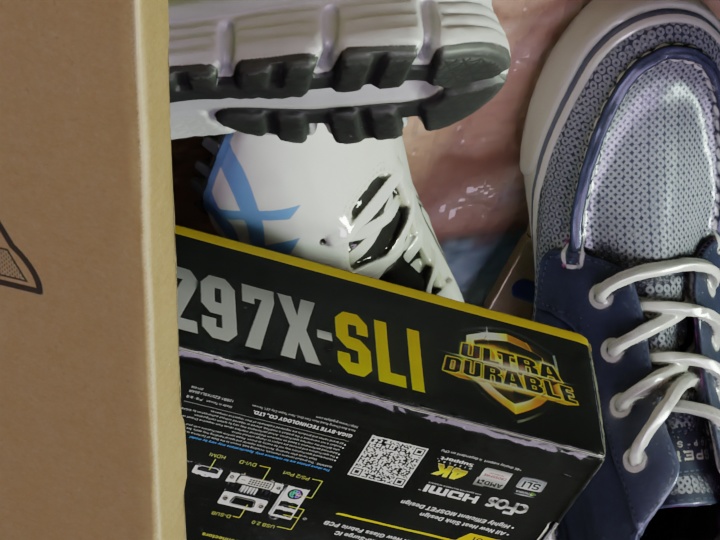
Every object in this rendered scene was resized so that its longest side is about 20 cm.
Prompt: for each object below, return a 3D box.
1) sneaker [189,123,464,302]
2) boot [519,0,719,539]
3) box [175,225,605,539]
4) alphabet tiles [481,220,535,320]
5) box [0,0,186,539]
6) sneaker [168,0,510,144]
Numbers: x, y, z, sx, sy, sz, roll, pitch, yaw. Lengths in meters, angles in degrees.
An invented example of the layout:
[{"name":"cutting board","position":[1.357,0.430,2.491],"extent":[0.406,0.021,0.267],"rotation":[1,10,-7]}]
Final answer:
[{"name":"sneaker","position":[0.000,0.000,0.833],"extent":[0.072,0.072,0.201],"rotation":[-49,153,-27]},{"name":"boot","position":[0.090,0.021,0.876],"extent":[0.072,0.090,0.201],"rotation":[-7,122,-16]},{"name":"box","position":[-0.055,0.061,0.812],"extent":[0.199,0.050,0.160],"rotation":[15,134,-20]},{"name":"alphabet tiles","position":[0.126,0.030,0.954],"extent":[0.199,0.006,0.167],"rotation":[18,111,-28]},{"name":"box","position":[-0.118,-0.022,0.687],"extent":[0.162,0.021,0.201],"rotation":[14,127,18]},{"name":"sneaker","position":[-0.064,-0.079,0.731],"extent":[0.198,0.091,0.078],"rotation":[-1,164,-1]}]
